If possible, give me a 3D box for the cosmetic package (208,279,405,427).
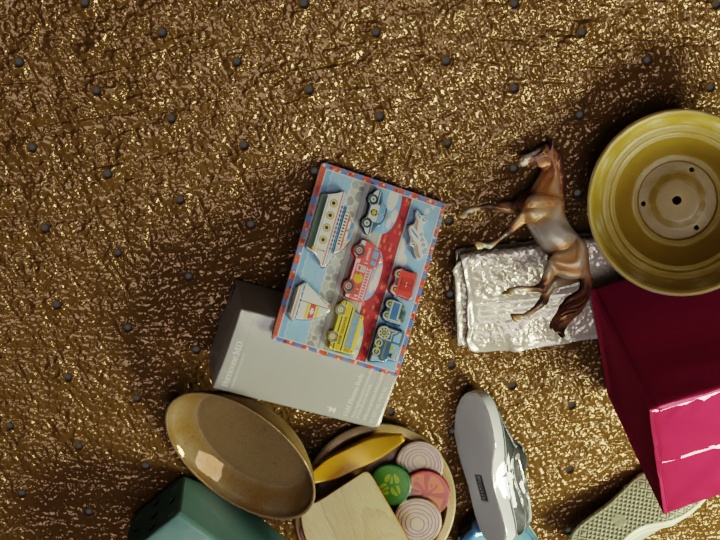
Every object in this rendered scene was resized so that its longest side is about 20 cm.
[{"bbox_3d":[-0.062,0.094,1.591,0.199,0.090,0.107,13,111,-18],"label":"cosmetic package"}]

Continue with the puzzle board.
[{"bbox_3d":[0.000,0.000,1.544,0.150,0.017,0.201,17,84,-16],"label":"puzzle board"}]

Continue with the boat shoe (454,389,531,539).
[{"bbox_3d":[0.168,0.231,1.707,0.068,0.072,0.201,-23,106,-35],"label":"boat shoe"}]

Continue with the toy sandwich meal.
[{"bbox_3d":[0.017,0.278,1.664,0.204,0.070,0.207,0,89,-4],"label":"toy sandwich meal"}]

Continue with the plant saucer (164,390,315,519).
[{"bbox_3d":[-0.131,0.202,1.616,0.199,0.035,0.201,21,139,19],"label":"plant saucer"}]

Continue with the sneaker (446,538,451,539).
[{"bbox_3d":[0.048,0.367,1.754,0.199,0.075,0.087,21,121,-3],"label":"sneaker"}]

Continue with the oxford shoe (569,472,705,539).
[{"bbox_3d":[0.349,0.305,1.776,0.199,0.075,0.058,-32,158,-1],"label":"oxford shoe"}]

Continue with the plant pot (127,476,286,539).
[{"bbox_3d":[-0.178,0.355,1.677,0.141,0.141,0.200,-40,108,11],"label":"plant pot"}]

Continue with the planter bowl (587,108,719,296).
[{"bbox_3d":[0.350,-0.075,1.554,0.199,0.083,0.202,1,94,9],"label":"planter bowl"}]

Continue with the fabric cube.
[{"bbox_3d":[0.390,0.114,1.582,0.198,0.197,0.201,-18,134,1],"label":"fabric cube"}]

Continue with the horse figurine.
[{"bbox_3d":[0.199,-0.028,1.564,0.132,0.050,0.201,-28,87,-3],"label":"horse figurine"}]

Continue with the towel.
[{"bbox_3d":[0.204,0.025,1.627,0.199,0.035,0.133,-8,117,-5],"label":"towel"}]

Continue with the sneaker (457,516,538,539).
[{"bbox_3d":[0.207,0.373,1.764,0.200,0.090,0.078,36,106,-18],"label":"sneaker"}]
